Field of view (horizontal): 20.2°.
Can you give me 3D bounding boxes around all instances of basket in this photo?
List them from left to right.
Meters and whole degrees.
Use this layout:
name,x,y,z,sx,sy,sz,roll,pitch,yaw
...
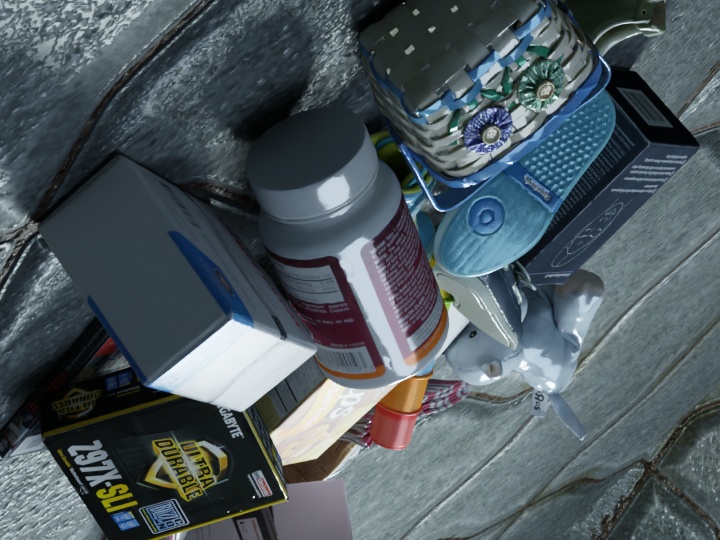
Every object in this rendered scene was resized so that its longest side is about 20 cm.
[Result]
name,x,y,z,sx,sy,sz,roll,pitch,yaw
basket,0.094,-0.137,1.520,0.176,0.139,0.200,-41,152,4

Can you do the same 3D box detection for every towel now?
name,x,y,z,sx,sy,sz,roll,pitch,yaw
towel,0.003,0.143,2.074,0.145,0.030,0.199,1,-170,35

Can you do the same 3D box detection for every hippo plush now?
name,x,y,z,sx,sy,sz,roll,pitch,yaw
hippo plush,0.146,0.063,2.128,0.160,0.159,0.202,-1,106,-36

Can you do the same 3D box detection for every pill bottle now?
name,x,y,z,sx,sy,sz,roll,pitch,yaw
pill bottle,-0.011,-0.017,1.533,0.114,0.114,0.201,-34,129,-15

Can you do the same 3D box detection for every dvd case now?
name,x,y,z,sx,sy,sz,roll,pitch,yaw
dvd case,-0.200,0.078,1.667,0.200,0.022,0.146,-49,160,26

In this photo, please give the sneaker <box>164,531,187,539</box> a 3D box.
name,x,y,z,sx,sy,sz,roll,pitch,yaw
sneaker,-0.173,0.174,1.878,0.079,0.095,0.200,-65,178,22

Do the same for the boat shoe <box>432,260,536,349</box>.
name,x,y,z,sx,sy,sz,roll,pitch,yaw
boat shoe,0.114,0.013,1.802,0.062,0.075,0.200,-58,152,-9

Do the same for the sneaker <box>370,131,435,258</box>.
name,x,y,z,sx,sy,sz,roll,pitch,yaw
sneaker,0.032,-0.054,1.677,0.131,0.080,0.200,-46,160,25

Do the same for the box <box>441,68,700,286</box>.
name,x,y,z,sx,sy,sz,roll,pitch,yaw
box,0.199,-0.088,1.910,0.200,0.107,0.148,-46,161,21

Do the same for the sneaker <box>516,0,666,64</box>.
name,x,y,z,sx,sy,sz,roll,pitch,yaw
sneaker,0.226,-0.230,1.638,0.200,0.090,0.067,-43,161,13

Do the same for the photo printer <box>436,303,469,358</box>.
name,x,y,z,sx,sy,sz,roll,pitch,yaw
photo printer,0.048,0.045,2.000,0.166,0.070,0.200,-16,152,-51

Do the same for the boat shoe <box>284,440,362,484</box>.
name,x,y,z,sx,sy,sz,roll,pitch,yaw
boat shoe,-0.043,0.197,2.193,0.199,0.071,0.069,-33,163,-18

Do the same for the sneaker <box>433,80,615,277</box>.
name,x,y,z,sx,sy,sz,roll,pitch,yaw
sneaker,0.120,-0.085,1.717,0.200,0.080,0.130,-46,-153,-4

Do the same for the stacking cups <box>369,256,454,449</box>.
name,x,y,z,sx,sy,sz,roll,pitch,yaw
stacking cups,0.045,0.069,1.882,0.060,0.060,0.201,-14,127,-52

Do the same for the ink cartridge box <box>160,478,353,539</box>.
name,x,y,z,sx,sy,sz,roll,pitch,yaw
ink cartridge box,-0.112,0.287,2.096,0.198,0.085,0.145,-5,155,-7

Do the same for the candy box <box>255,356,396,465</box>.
name,x,y,z,sx,sy,sz,roll,pitch,yaw
candy box,-0.035,0.101,1.749,0.115,0.056,0.200,-7,151,-45

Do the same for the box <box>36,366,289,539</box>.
name,x,y,z,sx,sy,sz,roll,pitch,yaw
box,-0.159,0.147,1.659,0.158,0.050,0.200,-15,144,3

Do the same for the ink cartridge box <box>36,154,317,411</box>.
name,x,y,z,sx,sy,sz,roll,pitch,yaw
ink cartridge box,-0.127,0.015,1.450,0.084,0.145,0.200,-39,163,7
